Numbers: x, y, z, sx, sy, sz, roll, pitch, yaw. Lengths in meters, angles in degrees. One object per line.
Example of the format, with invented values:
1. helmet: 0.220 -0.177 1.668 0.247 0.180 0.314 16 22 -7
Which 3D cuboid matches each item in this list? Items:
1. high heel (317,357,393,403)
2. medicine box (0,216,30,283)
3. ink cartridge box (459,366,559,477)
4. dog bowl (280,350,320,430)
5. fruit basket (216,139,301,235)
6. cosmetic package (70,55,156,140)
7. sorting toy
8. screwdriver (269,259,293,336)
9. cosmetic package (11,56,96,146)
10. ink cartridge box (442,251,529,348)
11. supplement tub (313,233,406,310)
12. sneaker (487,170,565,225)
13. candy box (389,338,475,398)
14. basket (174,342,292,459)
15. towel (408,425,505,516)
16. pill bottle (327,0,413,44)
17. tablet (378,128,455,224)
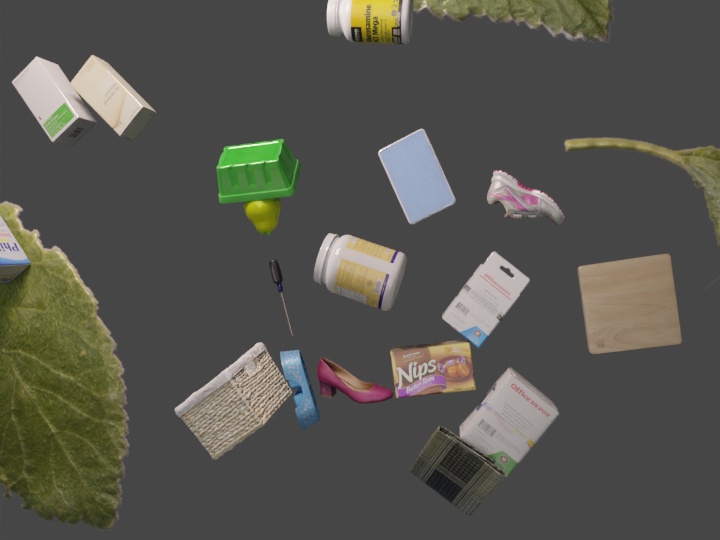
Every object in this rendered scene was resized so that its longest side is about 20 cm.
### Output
1. high heel: -0.016 0.273 1.455 0.196 0.067 0.098 1 103 13
2. medicine box: -1.025 -0.067 1.557 0.102 0.182 0.201 -36 86 9
3. ink cartridge box: 0.351 0.356 1.390 0.145 0.087 0.201 38 100 5
4. dog bowl: -0.149 0.294 1.464 0.049 0.111 0.204 -18 89 -3
5. fruit basket: -0.248 -0.204 1.463 0.211 0.157 0.218 2 135 2
6. cosmetic package: -0.649 -0.451 1.535 0.200 0.073 0.104 44 98 6
7. sorting toy: 0.610 0.076 1.344 0.196 0.070 0.203 -8 91 10
8. screwdriver: -0.203 0.071 1.503 0.029 0.028 0.204 -11 91 40
9. cosmetic package: -0.814 -0.447 1.556 0.107 0.085 0.201 -38 87 11
10. ink cartridge box: 0.298 0.067 1.396 0.115 0.068 0.201 38 98 6
11. supplement tub: 0.000 0.000 1.405 0.197 0.145 0.148 19 95 9
12. sneaker: 0.383 -0.152 1.373 0.198 0.081 0.089 31 98 15
13. candy box: 0.176 0.239 1.431 0.196 0.056 0.119 -7 91 9
14. basket: -0.301 0.315 1.431 0.199 0.198 0.162 -38 90 22
15. towel: 0.231 0.479 1.402 0.191 0.035 0.202 34 129 11
16. pill bottle: 0.024 -0.603 1.394 0.196 0.112 0.115 5 93 10
17. tablet: 0.139 -0.231 1.440 0.128 0.014 0.203 -25 89 9
